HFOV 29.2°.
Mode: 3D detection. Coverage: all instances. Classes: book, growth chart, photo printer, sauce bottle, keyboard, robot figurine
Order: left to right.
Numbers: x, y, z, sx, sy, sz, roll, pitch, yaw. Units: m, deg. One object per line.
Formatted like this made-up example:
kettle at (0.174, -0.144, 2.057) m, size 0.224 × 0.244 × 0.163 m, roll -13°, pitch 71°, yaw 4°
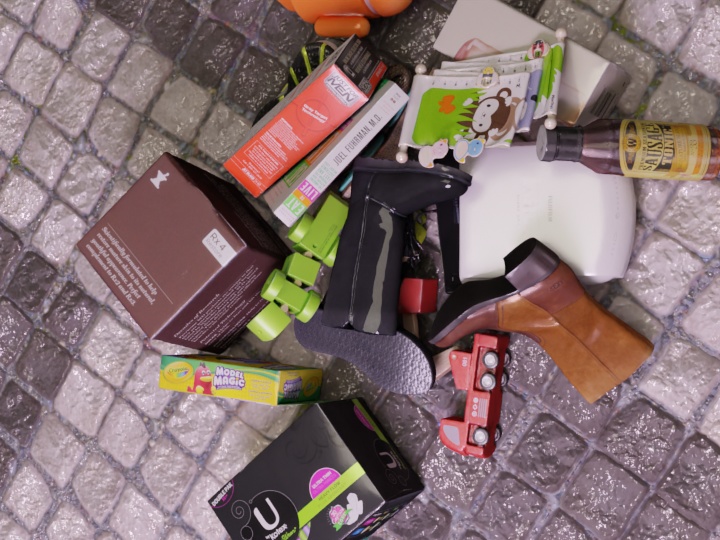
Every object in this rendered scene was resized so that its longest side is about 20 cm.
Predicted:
book at (-0.027, -0.139, 1.614) m, size 0.048 × 0.134 × 0.200 m, roll 43°, pitch 92°, yaw -11°
robot figurine at (-0.013, -0.365, 1.687) m, size 0.199 × 0.144 × 0.117 m, roll 0°, pitch 128°, yaw 26°
keyboard at (0.101, -0.072, 1.644) m, size 0.126 × 0.021 × 0.201 m, roll -5°, pitch 86°, yaw -12°
growth chart at (0.134, -0.187, 1.528) m, size 0.199 × 0.018 × 0.145 m, roll -9°, pitch 61°, yaw 26°
photo printer at (0.213, -0.065, 1.581) m, size 0.199 × 0.069 × 0.167 m, roll 0°, pitch 86°, yaw 17°
sauce bottle at (0.293, -0.132, 1.508) m, size 0.199 × 0.066 × 0.066 m, roll 1°, pitch 88°, yaw -8°

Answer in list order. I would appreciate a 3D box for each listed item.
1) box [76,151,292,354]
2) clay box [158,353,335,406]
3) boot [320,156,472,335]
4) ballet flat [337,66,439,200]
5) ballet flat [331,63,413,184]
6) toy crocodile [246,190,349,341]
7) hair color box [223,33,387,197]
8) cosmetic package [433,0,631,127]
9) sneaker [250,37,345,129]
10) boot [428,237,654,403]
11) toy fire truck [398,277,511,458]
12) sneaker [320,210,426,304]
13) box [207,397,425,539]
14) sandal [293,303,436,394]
box at (-0.205, -0.016, 1.712) m, size 0.164 × 0.200 × 0.166 m, roll -44°, pitch 70°, yaw 8°
clay box at (-0.138, 0.137, 1.731) m, size 0.199 × 0.115 × 0.048 m, roll 4°, pitch 90°, yaw 25°
boot at (0.041, -0.023, 1.579) m, size 0.164 × 0.066 × 0.201 m, roll 7°, pitch 82°, yaw 42°
ballet flat at (0.051, -0.152, 1.680) m, size 0.067 × 0.068 × 0.200 m, roll 35°, pitch 107°, yaw -6°
ballet flat at (-0.012, -0.180, 1.718) m, size 0.200 × 0.046 × 0.067 m, roll -44°, pitch 71°, yaw 18°
toy crocodile at (-0.071, -0.005, 1.666) m, size 0.067 × 0.062 × 0.201 m, roll 30°, pitch 74°, yaw -15°
hair color box at (-0.066, -0.182, 1.637) m, size 0.061 × 0.102 × 0.200 m, roll 44°, pitch 122°, yaw -11°
cosmetic package at (0.197, -0.240, 1.589) m, size 0.200 × 0.103 × 0.087 m, roll 35°, pitch 102°, yaw 24°
sneaker at (-0.069, -0.207, 1.738) m, size 0.075 × 0.076 × 0.200 m, roll 46°, pitch 126°, yaw 7°
boot at (0.201, 0.078, 1.569) m, size 0.188 × 0.069 × 0.200 m, roll -41°, pitch 110°, yaw 21°
toy fire truck at (0.105, 0.115, 1.651) m, size 0.140 × 0.049 × 0.201 m, roll 8°, pitch 93°, yaw 26°
sneaker at (0.000, 0.000, 1.687) m, size 0.074 × 0.081 × 0.200 m, roll 36°, pitch 104°, yaw 23°
box at (-0.053, 0.273, 1.681) m, size 0.200 × 0.124 × 0.149 m, roll -43°, pitch 72°, yaw 19°
sandal at (0.011, 0.085, 1.655) m, size 0.200 × 0.043 × 0.076 m, roll 25°, pitch 113°, yaw 29°
